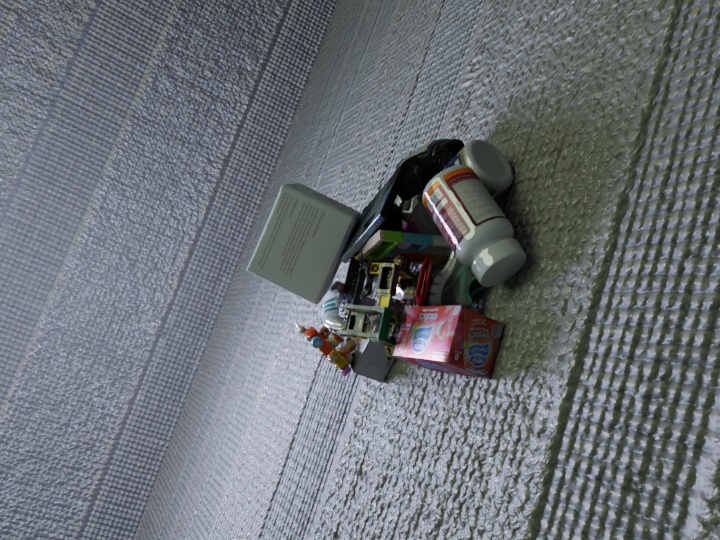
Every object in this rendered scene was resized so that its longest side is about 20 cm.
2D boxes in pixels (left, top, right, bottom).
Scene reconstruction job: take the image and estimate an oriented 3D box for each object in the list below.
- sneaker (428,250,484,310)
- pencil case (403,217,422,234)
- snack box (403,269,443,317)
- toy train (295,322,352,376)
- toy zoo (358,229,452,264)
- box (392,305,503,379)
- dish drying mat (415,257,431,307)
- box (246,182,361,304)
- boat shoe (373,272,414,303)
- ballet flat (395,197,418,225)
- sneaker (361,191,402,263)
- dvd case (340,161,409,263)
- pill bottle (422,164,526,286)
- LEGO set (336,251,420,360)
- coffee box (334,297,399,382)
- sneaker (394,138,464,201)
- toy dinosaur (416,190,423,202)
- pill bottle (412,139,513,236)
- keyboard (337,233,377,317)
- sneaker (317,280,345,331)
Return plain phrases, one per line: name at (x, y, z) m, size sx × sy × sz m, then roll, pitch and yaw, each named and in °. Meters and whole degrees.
sneaker at (0.205, -0.004, 1.262) m, size 0.090 × 0.078 × 0.201 m, roll 19°, pitch 72°, yaw 30°
pencil case at (0.092, -0.061, 1.560) m, size 0.199 × 0.090 × 0.095 m, roll -24°, pitch 82°, yaw 58°
snack box at (0.151, 0.050, 1.384) m, size 0.200 × 0.024 × 0.073 m, roll -45°, pitch 31°, yaw 44°
toy train at (-0.074, 0.147, 1.468) m, size 0.056 × 0.150 × 0.200 m, roll -45°, pitch 13°, yaw -6°
toy zoo at (0.109, -0.042, 1.349) m, size 0.131 × 0.197 × 0.021 m, roll 142°, pitch 130°, yaw -66°
box at (0.149, 0.123, 1.214) m, size 0.200 × 0.095 × 0.101 m, roll -7°, pitch 63°, yaw 66°
dish drying mat at (0.121, 0.032, 1.282) m, size 0.200 × 0.018 × 0.078 m, roll 58°, pitch -137°, yaw -76°
box at (-0.114, -0.065, 1.493) m, size 0.200 × 0.170 × 0.201 m, roll -56°, pitch -9°, yaw -80°
boat shoe at (0.048, 0.007, 1.486) m, size 0.200 × 0.069 × 0.072 m, roll 52°, pitch 134°, yaw 48°
ballet flat at (0.097, -0.138, 1.659) m, size 0.202 × 0.071 × 0.072 m, roll -66°, pitch 21°, yaw 2°
sneaker at (0.057, -0.091, 1.467) m, size 0.091 × 0.075 × 0.201 m, roll -56°, pitch 40°, yaw 39°
dvd case at (0.027, -0.112, 1.365) m, size 0.200 × 0.017 × 0.144 m, roll -47°, pitch 16°, yaw 55°
pill bottle at (0.197, -0.077, 1.199) m, size 0.110 × 0.109 × 0.201 m, roll -51°, pitch 55°, yaw 35°
LEGO set at (0.032, 0.068, 1.333) m, size 0.115 × 0.153 × 0.203 m, roll 3°, pitch 82°, yaw 36°
coffee box at (0.016, 0.144, 1.535) m, size 0.114 × 0.079 × 0.200 m, roll -63°, pitch 21°, yaw 12°
sneaker at (0.146, -0.217, 1.421) m, size 0.087 × 0.076 × 0.200 m, roll -2°, pitch 36°, yaw 44°
toy dinosaur at (0.178, -0.185, 1.481) m, size 0.200 × 0.077 × 0.103 m, roll -45°, pitch 13°, yaw 31°
pill bottle at (0.195, -0.151, 1.359) m, size 0.200 × 0.115 × 0.117 m, roll -46°, pitch 29°, yaw 42°
keyboard at (0.000, 0.000, 1.435) m, size 0.127 × 0.020 × 0.203 m, roll -7°, pitch 68°, yaw 60°
sneaker at (-0.044, 0.077, 1.538) m, size 0.200 × 0.070 × 0.094 m, roll -138°, pitch 67°, yaw -71°
